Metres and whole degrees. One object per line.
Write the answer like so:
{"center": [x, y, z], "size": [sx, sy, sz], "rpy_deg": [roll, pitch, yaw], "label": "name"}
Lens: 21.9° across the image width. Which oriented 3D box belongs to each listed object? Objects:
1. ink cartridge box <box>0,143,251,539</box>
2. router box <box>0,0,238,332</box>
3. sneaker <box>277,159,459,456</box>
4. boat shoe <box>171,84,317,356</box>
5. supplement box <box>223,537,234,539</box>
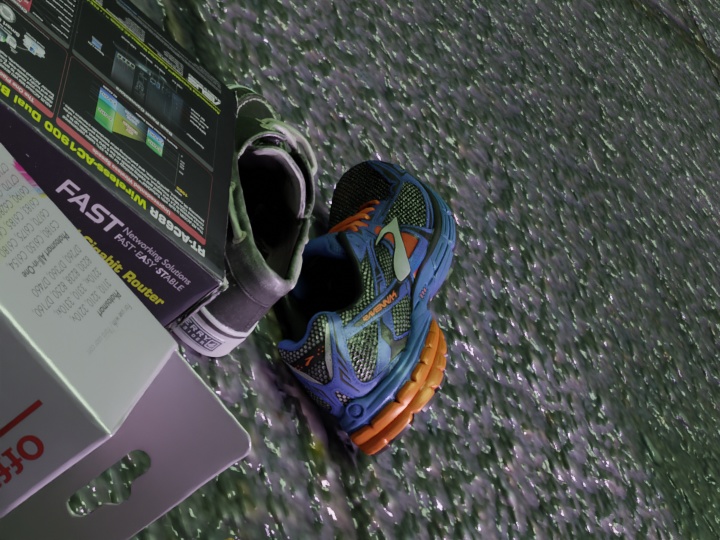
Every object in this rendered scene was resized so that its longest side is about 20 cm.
{"center": [-0.144, 0.024, 0.595], "size": [0.200, 0.115, 0.068], "rpy_deg": [49, 25, -9], "label": "ink cartridge box"}
{"center": [-0.143, -0.078, 0.799], "size": [0.200, 0.062, 0.150], "rpy_deg": [41, 26, -26], "label": "router box"}
{"center": [0.000, 0.000, 0.944], "size": [0.078, 0.075, 0.200], "rpy_deg": [38, 26, -23], "label": "sneaker"}
{"center": [-0.050, -0.037, 0.909], "size": [0.071, 0.064, 0.200], "rpy_deg": [41, 27, -25], "label": "boat shoe"}
{"center": [-0.074, 0.177, 0.552], "size": [0.110, 0.086, 0.200], "rpy_deg": [54, 24, 0], "label": "supplement box"}
